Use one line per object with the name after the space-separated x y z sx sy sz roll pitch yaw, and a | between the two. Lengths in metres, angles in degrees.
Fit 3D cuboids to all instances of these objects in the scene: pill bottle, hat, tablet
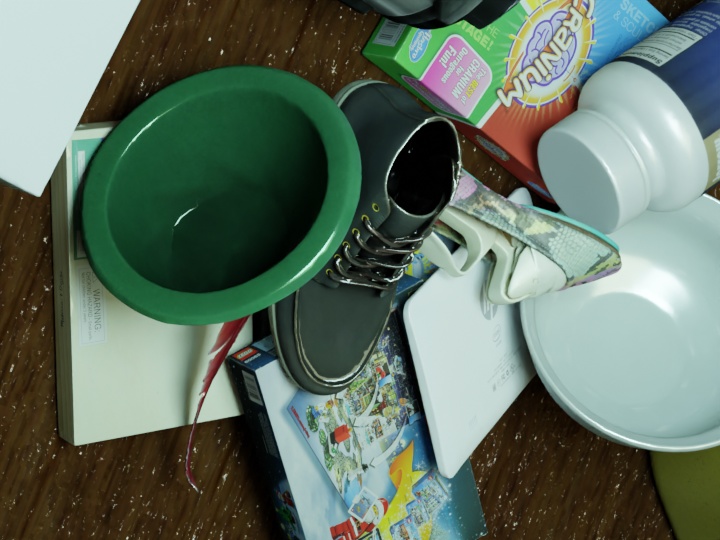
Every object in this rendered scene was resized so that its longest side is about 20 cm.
0.220 -0.109 1.460 0.200 0.111 0.111 -34 118 -24 | pill bottle
-0.077 -0.006 1.335 0.200 0.166 0.176 -31 153 -2 | hat
0.087 0.039 1.459 0.200 0.014 0.131 -44 127 -53 | tablet

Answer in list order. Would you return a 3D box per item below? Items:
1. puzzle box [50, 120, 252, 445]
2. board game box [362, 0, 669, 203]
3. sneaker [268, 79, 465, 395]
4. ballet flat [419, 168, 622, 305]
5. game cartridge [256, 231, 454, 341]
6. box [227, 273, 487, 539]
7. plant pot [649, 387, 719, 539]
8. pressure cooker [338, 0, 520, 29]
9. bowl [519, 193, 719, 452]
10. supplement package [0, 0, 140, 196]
-0.130 0.002 1.349 0.133 0.025 0.201 -8 105 -33 | puzzle box
0.113 -0.158 1.469 0.200 0.040 0.153 35 81 -35 | board game box
0.001 -0.010 1.293 0.074 0.106 0.201 6 102 -23 | sneaker
0.082 -0.021 1.402 0.200 0.069 0.071 28 63 -22 | ballet flat
0.000 0.000 1.433 0.133 0.040 0.201 3 99 -39 | game cartridge
0.001 0.118 1.418 0.136 0.038 0.201 -28 117 -27 | box
0.330 0.127 1.602 0.195 0.194 0.200 -42 115 -20 | plant pot
0.031 -0.245 1.308 0.200 0.178 0.176 28 82 -35 | pressure cooker
0.199 0.045 1.502 0.200 0.090 0.202 4 67 -10 | bowl
-0.243 -0.158 1.181 0.200 0.111 0.156 30 83 -35 | supplement package
